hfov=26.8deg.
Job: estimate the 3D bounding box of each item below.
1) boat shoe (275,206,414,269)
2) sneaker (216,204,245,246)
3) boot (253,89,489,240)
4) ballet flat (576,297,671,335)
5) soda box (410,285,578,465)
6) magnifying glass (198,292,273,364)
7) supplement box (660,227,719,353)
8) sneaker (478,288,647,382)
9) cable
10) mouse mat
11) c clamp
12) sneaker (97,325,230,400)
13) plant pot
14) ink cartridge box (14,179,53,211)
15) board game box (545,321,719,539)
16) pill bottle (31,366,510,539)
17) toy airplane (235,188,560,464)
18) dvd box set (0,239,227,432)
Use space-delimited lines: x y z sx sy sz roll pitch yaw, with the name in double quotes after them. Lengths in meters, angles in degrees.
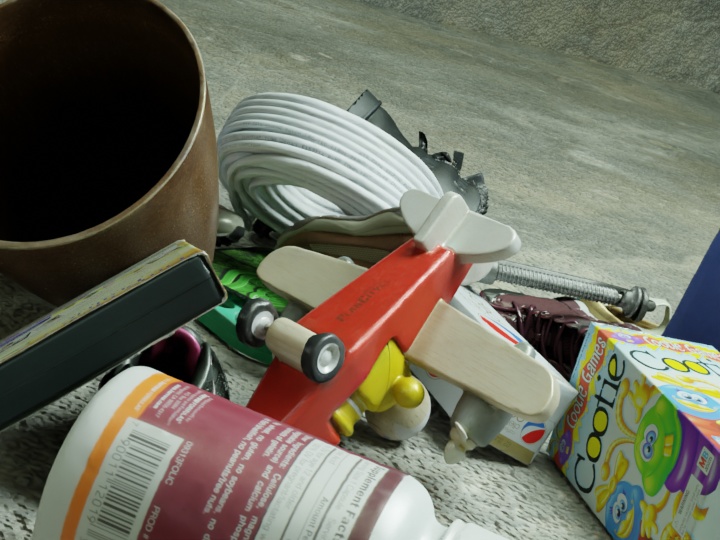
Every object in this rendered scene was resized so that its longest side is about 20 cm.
0.000 0.000 1.115 0.075 0.073 0.199 15 -14 -34 "boat shoe"
-0.180 -0.087 1.250 0.198 0.094 0.070 20 0 14 "sneaker"
0.015 -0.056 1.382 0.162 0.073 0.199 42 59 -3 "boot"
0.274 0.062 1.322 0.198 0.064 0.069 14 17 -13 "ballet flat"
0.075 0.058 1.096 0.068 0.064 0.200 29 9 -28 "soda box"
-0.109 0.025 1.114 0.198 0.023 0.079 23 16 20 "magnifying glass"
0.316 0.061 1.158 0.108 0.110 0.200 27 -7 29 "supplement box"
0.146 0.062 1.179 0.114 0.077 0.200 12 7 -20 "sneaker"
-0.024 -0.066 1.213 0.198 0.070 0.200 20 -19 20 "cable"
-0.053 0.013 1.203 0.160 0.008 0.200 25 12 22 "mouse mat"
0.147 0.011 1.183 0.198 0.027 0.171 12 1 -14 "c clamp"
-0.106 0.067 0.859 0.079 0.087 0.200 18 15 -5 "sneaker"
-0.166 -0.046 0.970 0.185 0.188 0.201 24 -23 21 "plant pot"
-0.230 -0.077 1.120 0.099 0.040 0.200 25 18 18 "ink cartridge box"
0.213 0.125 0.975 0.102 0.106 0.200 12 17 -18 "board game box"
-0.035 0.129 0.677 0.198 0.115 0.114 21 16 12 "pill bottle"
0.022 0.043 0.978 0.197 0.142 0.201 -10 36 6 "toy airplane"
-0.143 0.032 0.787 0.145 0.030 0.200 -30 7 -8 "dvd box set"
